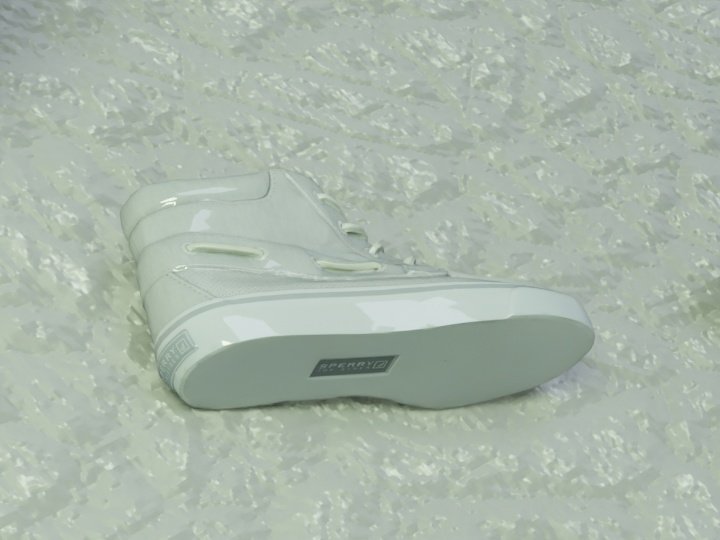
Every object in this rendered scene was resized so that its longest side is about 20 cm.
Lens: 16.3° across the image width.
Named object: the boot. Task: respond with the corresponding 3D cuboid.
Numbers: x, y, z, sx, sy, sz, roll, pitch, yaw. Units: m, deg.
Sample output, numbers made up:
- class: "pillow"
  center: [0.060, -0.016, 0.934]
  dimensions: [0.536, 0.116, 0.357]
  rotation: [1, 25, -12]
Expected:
- class: "boot"
  center: [0.000, 0.000, 1.019]
  dimensions: [0.199, 0.074, 0.096]
  rotation: [2, 54, -34]
